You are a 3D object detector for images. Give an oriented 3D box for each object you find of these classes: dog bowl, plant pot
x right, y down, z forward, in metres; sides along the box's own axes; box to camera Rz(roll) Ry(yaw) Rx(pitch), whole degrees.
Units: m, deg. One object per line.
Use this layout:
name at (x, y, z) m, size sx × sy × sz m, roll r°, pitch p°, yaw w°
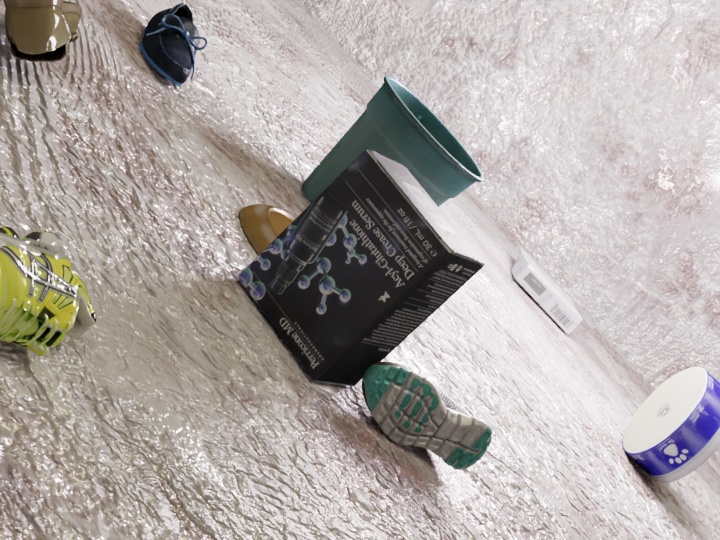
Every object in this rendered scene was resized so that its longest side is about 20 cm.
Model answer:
dog bowl at (0.549, 0.264, 2.524) m, size 0.079 × 0.200 × 0.200 m, roll 42°, pitch 14°, yaw -9°
plant pot at (0.037, -0.134, 2.066) m, size 0.200 × 0.196 × 0.200 m, roll 43°, pitch 13°, yaw -13°
plant pot at (-0.064, -0.010, 1.754) m, size 0.200 × 0.027 × 0.200 m, roll 45°, pitch 13°, yaw -13°

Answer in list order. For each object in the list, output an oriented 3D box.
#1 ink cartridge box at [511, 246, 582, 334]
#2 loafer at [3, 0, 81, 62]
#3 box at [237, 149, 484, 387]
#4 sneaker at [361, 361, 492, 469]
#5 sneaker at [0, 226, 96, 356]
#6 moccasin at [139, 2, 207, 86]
ink cartridge box at (0.374, 0.037, 3.003) m, size 0.163 × 0.057 × 0.200 m, roll 45°, pitch 5°, yaw -9°
loafer at (-0.332, -0.247, 1.509) m, size 0.076 × 0.068 × 0.200 m, roll 4°, pitch 3°, yaw -1°
box at (0.000, 0.000, 1.539) m, size 0.149 × 0.200 × 0.107 m, roll 51°, pitch 14°, yaw 21°
sneaker at (0.057, 0.150, 1.608) m, size 0.200 × 0.078 × 0.091 m, roll 41°, pitch -2°, yaw -41°
sneaker at (-0.234, 0.019, 1.012) m, size 0.076 × 0.075 × 0.200 m, roll 47°, pitch 14°, yaw 3°
moccasin at (-0.251, -0.312, 1.954) m, size 0.080 × 0.068 × 0.200 m, roll 39°, pitch 15°, yaw -31°
